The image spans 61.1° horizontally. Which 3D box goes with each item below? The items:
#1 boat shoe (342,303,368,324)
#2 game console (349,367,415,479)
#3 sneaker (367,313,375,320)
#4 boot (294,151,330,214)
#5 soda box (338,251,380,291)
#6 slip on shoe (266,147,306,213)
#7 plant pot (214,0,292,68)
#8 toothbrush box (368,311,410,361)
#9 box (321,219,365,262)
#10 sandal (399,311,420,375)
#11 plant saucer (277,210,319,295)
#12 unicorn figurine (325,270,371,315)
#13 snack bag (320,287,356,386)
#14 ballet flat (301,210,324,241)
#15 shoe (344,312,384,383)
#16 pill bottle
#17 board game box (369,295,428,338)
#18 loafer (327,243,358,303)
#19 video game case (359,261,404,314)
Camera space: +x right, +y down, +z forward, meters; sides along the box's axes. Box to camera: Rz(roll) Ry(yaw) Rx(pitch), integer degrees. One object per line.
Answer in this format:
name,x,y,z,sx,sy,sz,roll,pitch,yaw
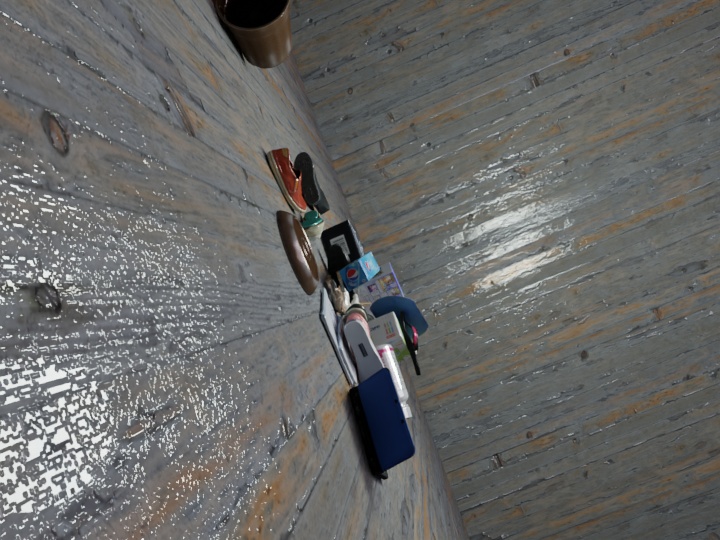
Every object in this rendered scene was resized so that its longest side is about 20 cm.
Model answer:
boat shoe,-0.012,0.130,1.664,0.201,0.070,0.069,87,8,-64
game console,0.058,0.352,1.393,0.171,0.116,0.204,59,11,-63
sneaker,0.026,0.188,1.982,0.080,0.077,0.201,58,1,42
boot,-0.151,-0.274,1.949,0.200,0.064,0.170,14,64,-81
soda box,0.000,0.000,1.731,0.065,0.067,0.200,61,14,-2
slip on shoe,-0.172,-0.224,1.537,0.075,0.060,0.202,-109,177,-45
plant pot,-0.266,-0.663,1.625,0.199,0.195,0.205,77,-7,-74
toothbrush box,0.066,0.223,1.874,0.201,0.142,0.088,62,8,-60
box,-0.043,-0.048,2.002,0.200,0.105,0.152,57,12,-71
sandal,0.162,0.219,1.862,0.075,0.044,0.205,58,13,-65
plant saucer,-0.135,-0.045,1.384,0.200,0.031,0.205,-20,91,-85
unicorn figurine,-0.049,0.074,1.718,0.141,0.072,0.200,69,21,-11
snack bag,-0.054,0.156,1.515,0.189,0.021,0.204,-96,165,-70
ballet flat,-0.123,-0.111,1.618,0.201,0.065,0.064,-94,171,-73
shoe,0.014,0.208,1.551,0.091,0.070,0.205,-79,147,-78
pill bottle,0.065,0.315,1.659,0.113,0.111,0.205,53,17,-73
board game box,0.127,0.137,1.940,0.202,0.155,0.040,55,34,-33
loafer,-0.050,0.005,1.834,0.073,0.071,0.205,-65,147,-58
video game case,0.043,0.071,2.038,0.201,0.177,0.046,62,7,-57
